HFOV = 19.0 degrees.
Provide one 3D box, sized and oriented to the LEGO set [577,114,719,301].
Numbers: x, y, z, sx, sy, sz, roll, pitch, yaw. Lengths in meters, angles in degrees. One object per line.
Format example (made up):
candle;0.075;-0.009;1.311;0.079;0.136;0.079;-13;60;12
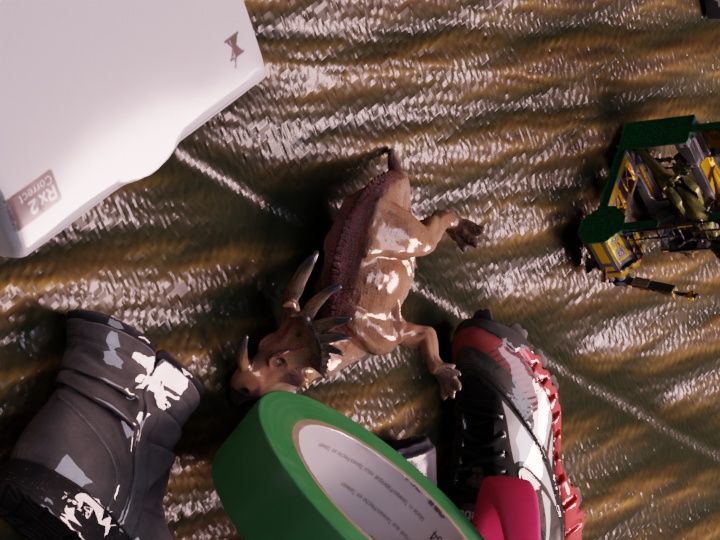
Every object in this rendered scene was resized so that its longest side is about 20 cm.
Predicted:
LEGO set;0.267;-0.034;1.585;0.116;0.199;0.154;56;34;-38

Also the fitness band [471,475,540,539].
fitness band;0.086;0.228;1.395;0.144;0.037;0.201;-86;-176;-56

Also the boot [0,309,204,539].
boot;-0.118;0.121;1.233;0.200;0.069;0.132;54;50;-42

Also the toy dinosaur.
toy dinosaur;0.000;0.000;1.348;0.135;0.085;0.201;28;67;-40

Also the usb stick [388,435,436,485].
usb stick;0.033;0.211;1.439;0.055;0.032;0.202;-14;105;-50

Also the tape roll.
tape roll;0.004;0.155;1.263;0.048;0.201;0.200;-50;139;12

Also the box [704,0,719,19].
box;0.353;-0.299;1.707;0.200;0.104;0.149;-36;120;-42

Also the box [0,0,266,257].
box;-0.178;-0.141;1.085;0.199;0.130;0.201;-41;123;-39

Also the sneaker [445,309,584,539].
sneaker;0.096;0.129;1.474;0.098;0.070;0.202;-39;123;-42
